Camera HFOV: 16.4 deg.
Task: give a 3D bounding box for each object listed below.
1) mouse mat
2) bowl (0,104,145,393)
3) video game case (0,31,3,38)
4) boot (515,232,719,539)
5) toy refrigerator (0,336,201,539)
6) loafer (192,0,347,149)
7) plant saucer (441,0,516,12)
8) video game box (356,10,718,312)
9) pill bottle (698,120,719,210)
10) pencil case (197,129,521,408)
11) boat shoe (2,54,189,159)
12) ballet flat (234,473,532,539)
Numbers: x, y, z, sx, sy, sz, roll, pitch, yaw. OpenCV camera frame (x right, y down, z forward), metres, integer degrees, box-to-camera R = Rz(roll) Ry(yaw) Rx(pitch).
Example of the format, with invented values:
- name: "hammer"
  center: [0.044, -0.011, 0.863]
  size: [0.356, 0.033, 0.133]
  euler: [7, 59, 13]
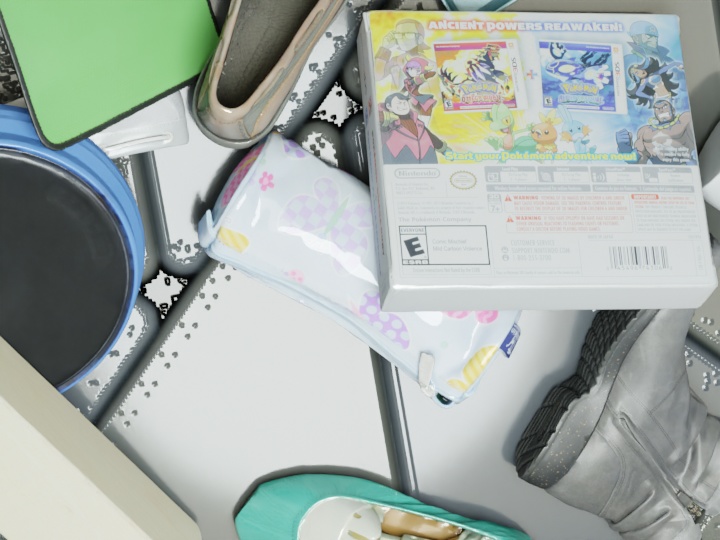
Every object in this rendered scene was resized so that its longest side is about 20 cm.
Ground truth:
- name: "mouse mat"
  center: [-0.158, -0.186, 1.440]
  size: [0.161, 0.008, 0.201]
  euler: [-32, 111, -42]
- name: "bowl"
  center: [-0.225, -0.002, 1.469]
  size: [0.200, 0.039, 0.201]
  euler: [-6, 121, -10]
- name: "video game case"
  center: [-0.214, -0.252, 1.489]
  size: [0.200, 0.023, 0.182]
  euler: [37, 92, -8]
- name: "boot"
  center: [0.199, 0.079, 1.561]
  size: [0.131, 0.070, 0.200]
  euler: [31, 104, -12]
- name: "toy refrigerator"
  center: [-0.182, 0.131, 1.481]
  size: [0.070, 0.076, 0.200]
  euler: [-38, 117, 11]
- name: "loafer"
  center: [-0.042, -0.169, 1.480]
  size: [0.072, 0.063, 0.201]
  euler: [22, 82, 0]
- name: "plant saucer"
  center: [0.127, -0.227, 1.533]
  size: [0.200, 0.019, 0.070]
  euler: [-32, 99, -1]
- name: "video game box"
  center: [0.102, -0.066, 1.490]
  size: [0.199, 0.047, 0.183]
  euler: [0, 69, -11]
- name: "pill bottle"
  center: [0.306, -0.029, 1.531]
  size: [0.200, 0.111, 0.112]
  euler: [34, 92, -9]
- name: "pencil case"
  center: [0.000, 0.000, 1.513]
  size: [0.200, 0.083, 0.091]
  euler: [34, 77, -9]
- name: "boat shoe"
  center: [-0.199, -0.068, 1.494]
  size: [0.199, 0.072, 0.069]
  euler: [-21, 96, -13]
- name: "ballet flat"
  center: [0.022, 0.171, 1.543]
  size: [0.199, 0.070, 0.068]
  euler: [13, 96, -8]
